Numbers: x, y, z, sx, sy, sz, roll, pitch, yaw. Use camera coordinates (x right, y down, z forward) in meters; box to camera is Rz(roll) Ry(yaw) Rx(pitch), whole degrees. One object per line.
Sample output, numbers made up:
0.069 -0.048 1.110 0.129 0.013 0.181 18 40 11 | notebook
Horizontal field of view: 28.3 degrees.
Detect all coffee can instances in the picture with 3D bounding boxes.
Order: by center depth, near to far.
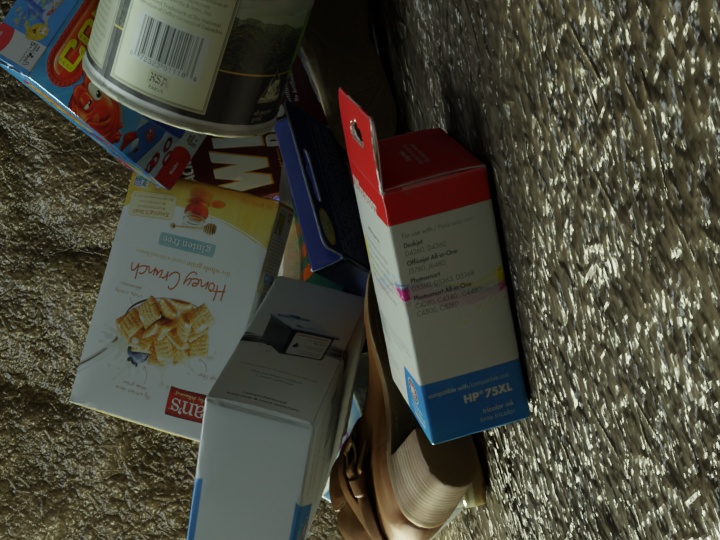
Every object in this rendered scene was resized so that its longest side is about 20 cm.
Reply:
-0.095 -0.214 0.969 0.147 0.144 0.202 -115 41 -58 | coffee can

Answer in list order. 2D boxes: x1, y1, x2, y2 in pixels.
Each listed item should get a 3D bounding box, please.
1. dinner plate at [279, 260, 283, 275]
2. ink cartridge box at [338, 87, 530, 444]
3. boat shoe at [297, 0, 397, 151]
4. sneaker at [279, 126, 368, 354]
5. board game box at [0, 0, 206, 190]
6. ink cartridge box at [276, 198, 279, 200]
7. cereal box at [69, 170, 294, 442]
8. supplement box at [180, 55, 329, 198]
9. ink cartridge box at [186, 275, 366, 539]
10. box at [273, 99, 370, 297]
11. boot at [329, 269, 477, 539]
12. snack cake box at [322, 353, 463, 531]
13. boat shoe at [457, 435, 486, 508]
-0.060 0.022 1.307 0.200 0.024 0.203 -170 90 -74 | dinner plate
0.043 -0.013 0.875 0.116 0.066 0.203 -124 21 -70 | ink cartridge box
-0.023 -0.188 1.080 0.065 0.071 0.203 -142 33 -72 | boat shoe
-0.021 -0.024 1.187 0.071 0.079 0.203 3 -94 -71 | sneaker
-0.160 -0.193 1.098 0.056 0.201 0.196 29 174 32 | board game box
-0.063 -0.033 1.542 0.201 0.043 0.198 56 173 -6 | ink cartridge box
-0.146 0.029 1.164 0.039 0.142 0.203 28 -104 -68 | cereal box
-0.104 -0.131 1.320 0.197 0.197 0.135 -169 65 -83 | supplement box
-0.059 0.117 1.078 0.201 0.085 0.148 -68 -10 -63 | ink cartridge box
-0.012 -0.045 1.090 0.200 0.032 0.123 30 -139 -64 | box
0.021 0.107 1.049 0.156 0.076 0.202 -56 45 50 | boot
0.008 0.147 1.279 0.115 0.067 0.201 38 -166 -27 | snack cake box
0.042 0.123 1.151 0.200 0.068 0.075 -117 16 -63 | boat shoe
